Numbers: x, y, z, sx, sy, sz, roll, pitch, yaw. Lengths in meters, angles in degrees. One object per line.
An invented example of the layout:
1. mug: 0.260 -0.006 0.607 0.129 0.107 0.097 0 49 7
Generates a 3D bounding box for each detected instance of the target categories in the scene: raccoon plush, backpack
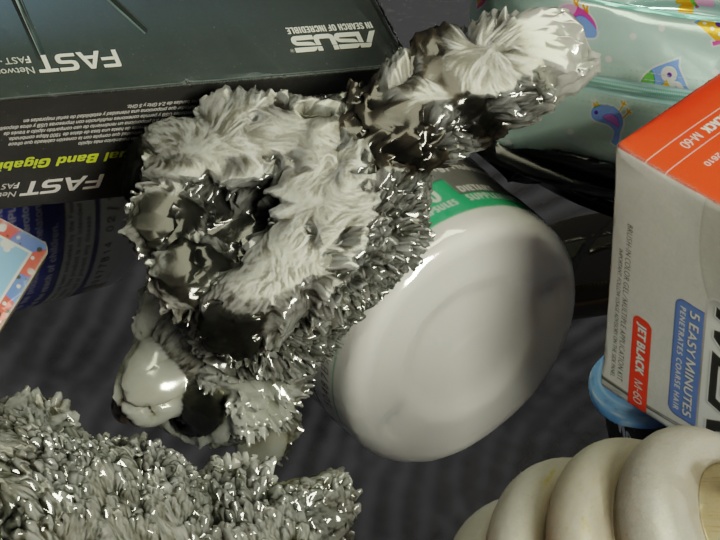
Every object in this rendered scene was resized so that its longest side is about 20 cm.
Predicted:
1. raccoon plush: 0.000 0.000 0.872 0.199 0.134 0.097 -17 61 -2
2. raccoon plush: -0.074 0.099 0.778 0.133 0.098 0.200 7 4 7
3. backpack: 0.138 -0.078 0.961 0.198 0.128 0.167 9 3 -3

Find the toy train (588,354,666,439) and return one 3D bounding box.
1. toy train: 0.158 0.081 0.887 0.113 0.087 0.200 -18 39 -9

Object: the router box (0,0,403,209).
1. router box: -0.101 -0.101 0.897 0.199 0.062 0.150 -8 55 -29

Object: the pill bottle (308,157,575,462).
1. pill bottle: -0.013 -0.021 0.998 0.112 0.114 0.200 -17 40 -31

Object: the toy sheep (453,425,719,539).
1. toy sheep: 0.080 0.122 0.766 0.138 0.199 0.139 39 33 -32

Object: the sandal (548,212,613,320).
1. sandal: 0.165 0.008 1.051 0.198 0.055 0.082 -6 27 5

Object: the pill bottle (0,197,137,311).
1. pill bottle: -0.196 -0.030 0.971 0.199 0.120 0.120 -16 40 -30

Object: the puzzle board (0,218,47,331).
1. puzzle board: -0.222 0.034 0.854 0.150 0.017 0.201 28 63 4

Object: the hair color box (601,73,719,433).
1. hair color box: 0.173 0.031 0.799 0.199 0.111 0.064 31 50 33
